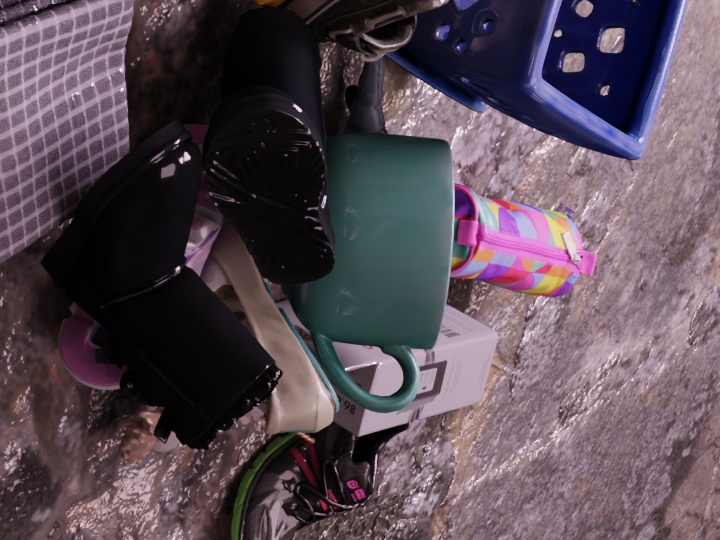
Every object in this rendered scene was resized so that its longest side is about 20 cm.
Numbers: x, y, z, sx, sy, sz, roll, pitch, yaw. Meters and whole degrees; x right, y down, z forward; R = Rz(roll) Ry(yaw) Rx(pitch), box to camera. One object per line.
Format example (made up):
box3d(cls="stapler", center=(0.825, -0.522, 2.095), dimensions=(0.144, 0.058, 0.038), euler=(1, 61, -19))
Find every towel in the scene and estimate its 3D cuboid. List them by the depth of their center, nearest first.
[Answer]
box3d(cls="towel", center=(-0.221, -0.094, 1.103), dimensions=(0.199, 0.085, 0.167), euler=(-32, 136, -37))

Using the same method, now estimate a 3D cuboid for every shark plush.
box3d(cls="shark plush", center=(0.019, -0.075, 1.423), dimensions=(0.091, 0.083, 0.202), euler=(-25, 122, -61))

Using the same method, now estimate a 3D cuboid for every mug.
box3d(cls="mug", center=(0.001, -0.010, 1.317), dimensions=(0.153, 0.113, 0.186), euler=(101, -8, -51))

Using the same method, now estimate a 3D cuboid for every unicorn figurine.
box3d(cls="unicorn figurine", center=(-0.109, 0.089, 1.373), dimensions=(0.199, 0.074, 0.138), euler=(-17, 148, -38))

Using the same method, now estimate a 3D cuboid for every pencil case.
box3d(cls="pencil case", center=(0.122, -0.024, 1.589), dimensions=(0.199, 0.088, 0.089), euler=(8, 106, -53))

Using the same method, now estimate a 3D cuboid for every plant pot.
box3d(cls="plant pot", center=(0.122, -0.212, 1.361), dimensions=(0.200, 0.179, 0.202), euler=(22, 84, -55))

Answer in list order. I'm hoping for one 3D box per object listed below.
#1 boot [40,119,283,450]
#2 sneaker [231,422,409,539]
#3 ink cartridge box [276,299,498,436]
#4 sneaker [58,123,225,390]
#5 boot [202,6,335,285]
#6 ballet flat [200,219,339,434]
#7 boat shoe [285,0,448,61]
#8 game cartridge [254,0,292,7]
box3d(cls="boot", center=(-0.110, 0.016, 1.131), dimensions=(0.073, 0.163, 0.198), euler=(-37, 176, -38))
box3d(cls="sneaker", center=(-0.034, 0.172, 1.517), dimensions=(0.200, 0.083, 0.077), euler=(-52, 143, -15))
box3d(cls="ink cartridge box", center=(0.003, 0.070, 1.471), dimensions=(0.199, 0.115, 0.067), euler=(-10, 121, -48))
box3d(cls="sneaker", center=(-0.142, -0.005, 1.277), dimensions=(0.089, 0.080, 0.201), euler=(66, 47, -72))
box3d(cls="boot", center=(-0.062, -0.107, 1.194), dimensions=(0.076, 0.169, 0.201), euler=(-11, 150, 4))
box3d(cls="ballet flat", center=(-0.082, 0.032, 1.297), dimensions=(0.069, 0.201, 0.070), euler=(-22, 152, -12))
box3d(cls="boat shoe", center=(0.002, -0.177, 1.253), dimensions=(0.070, 0.200, 0.064), euler=(-27, 92, -20))
box3d(cls="game cartridge", center=(0.000, -0.224, 1.195), dimensions=(0.175, 0.033, 0.200), euler=(-26, 180, 10))
